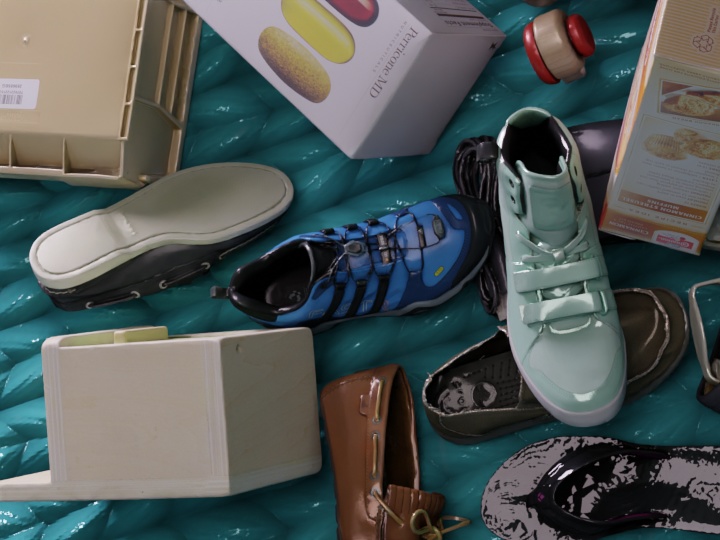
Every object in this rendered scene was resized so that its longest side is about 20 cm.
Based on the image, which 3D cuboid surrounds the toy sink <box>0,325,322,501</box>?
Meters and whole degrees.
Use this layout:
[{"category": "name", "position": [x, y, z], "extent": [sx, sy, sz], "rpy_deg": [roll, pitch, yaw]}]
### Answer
[{"category": "toy sink", "position": [-0.146, 0.095, 1.378], "extent": [0.199, 0.130, 0.113], "rpy_deg": [-5, 89, 28]}]

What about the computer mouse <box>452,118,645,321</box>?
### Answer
[{"category": "computer mouse", "position": [0.161, -0.053, 1.368], "extent": [0.199, 0.053, 0.140], "rpy_deg": [-15, 74, 16]}]

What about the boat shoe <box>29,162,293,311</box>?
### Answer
[{"category": "boat shoe", "position": [-0.142, -0.018, 1.456], "extent": [0.198, 0.066, 0.075], "rpy_deg": [-24, 53, -15]}]

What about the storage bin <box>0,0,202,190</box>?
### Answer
[{"category": "storage bin", "position": [-0.234, -0.163, 1.506], "extent": [0.198, 0.094, 0.200], "rpy_deg": [4, 81, 19]}]

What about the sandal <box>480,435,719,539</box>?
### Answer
[{"category": "sandal", "position": [0.174, 0.144, 1.324], "extent": [0.199, 0.048, 0.076], "rpy_deg": [-6, 77, 17]}]

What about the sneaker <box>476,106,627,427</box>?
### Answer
[{"category": "sneaker", "position": [0.121, -0.006, 1.269], "extent": [0.073, 0.118, 0.202], "rpy_deg": [-14, 64, 4]}]

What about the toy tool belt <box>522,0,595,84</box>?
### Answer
[{"category": "toy tool belt", "position": [0.154, -0.242, 1.374], "extent": [0.122, 0.125, 0.201], "rpy_deg": [-21, 73, 23]}]

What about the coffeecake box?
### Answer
[{"category": "coffeecake box", "position": [0.213, -0.129, 1.244], "extent": [0.073, 0.200, 0.154], "rpy_deg": [14, 61, 5]}]

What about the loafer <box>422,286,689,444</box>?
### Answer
[{"category": "loafer", "position": [0.127, 0.067, 1.339], "extent": [0.199, 0.070, 0.076], "rpy_deg": [-26, 72, 18]}]

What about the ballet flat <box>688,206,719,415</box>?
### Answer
[{"category": "ballet flat", "position": [0.253, 0.001, 1.312], "extent": [0.072, 0.073, 0.202], "rpy_deg": [5, 83, 20]}]

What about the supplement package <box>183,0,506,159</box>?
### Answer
[{"category": "supplement package", "position": [-0.016, -0.184, 1.411], "extent": [0.200, 0.109, 0.114], "rpy_deg": [43, 115, 22]}]

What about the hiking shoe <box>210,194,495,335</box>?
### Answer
[{"category": "hiking shoe", "position": [0.000, 0.000, 1.383], "extent": [0.199, 0.087, 0.075], "rpy_deg": [-24, 73, 22]}]

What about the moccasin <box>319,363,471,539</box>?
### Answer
[{"category": "moccasin", "position": [0.028, 0.164, 1.363], "extent": [0.077, 0.074, 0.203], "rpy_deg": [-20, 63, 24]}]
